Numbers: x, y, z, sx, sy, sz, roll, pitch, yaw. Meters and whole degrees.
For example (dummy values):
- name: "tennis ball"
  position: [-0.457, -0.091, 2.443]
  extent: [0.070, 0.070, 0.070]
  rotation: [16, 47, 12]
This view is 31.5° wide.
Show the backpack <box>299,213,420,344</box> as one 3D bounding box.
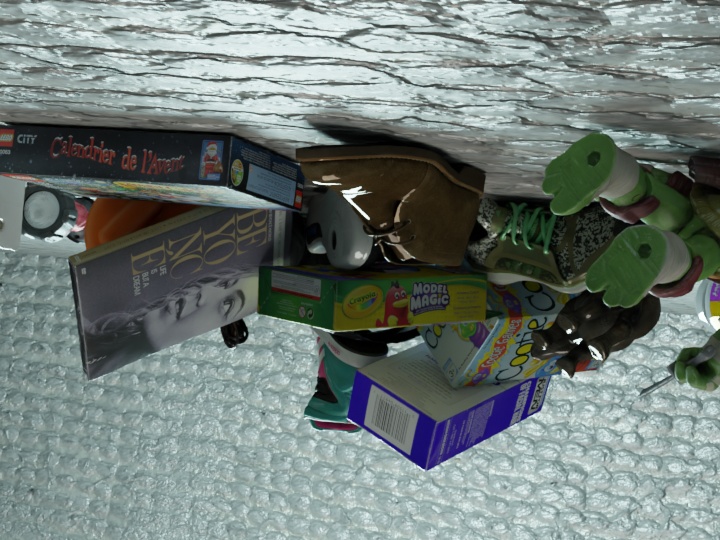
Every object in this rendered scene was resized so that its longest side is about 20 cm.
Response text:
- name: "backpack"
  position: [0.000, 0.000, 1.320]
  extent: [0.199, 0.127, 0.167]
  rotation: [6, -170, -34]

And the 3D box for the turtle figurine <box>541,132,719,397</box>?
- name: "turtle figurine"
  position: [0.174, 0.000, 0.781]
  extent: [0.199, 0.145, 0.193]
  rotation: [-1, 169, 40]

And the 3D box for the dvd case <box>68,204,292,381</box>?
- name: "dvd case"
  position: [-0.146, 0.008, 1.079]
  extent: [0.199, 0.149, 0.016]
  rotation: [-23, -126, -25]

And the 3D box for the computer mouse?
- name: "computer mouse"
  position: [-0.104, -0.030, 1.263]
  extent: [0.046, 0.141, 0.200]
  rotation: [-3, 143, -29]

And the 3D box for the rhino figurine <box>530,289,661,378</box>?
- name: "rhino figurine"
  position: [0.198, 0.050, 1.107]
  extent: [0.087, 0.060, 0.200]
  rotation: [-34, 176, -15]

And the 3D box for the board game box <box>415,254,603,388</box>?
- name: "board game box"
  position: [0.167, 0.039, 1.280]
  extent: [0.199, 0.105, 0.103]
  rotation: [-3, -132, -35]

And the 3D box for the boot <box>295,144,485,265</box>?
- name: "boot"
  position: [0.025, -0.045, 0.881]
  extent: [0.073, 0.076, 0.200]
  rotation: [6, 177, 35]

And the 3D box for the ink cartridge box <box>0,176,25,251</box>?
- name: "ink cartridge box"
  position: [-0.426, -0.073, 1.165]
  extent: [0.199, 0.083, 0.147]
  rotation: [6, 178, 6]

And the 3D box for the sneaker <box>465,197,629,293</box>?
- name: "sneaker"
  position: [0.140, -0.030, 1.085]
  extent: [0.088, 0.077, 0.200]
  rotation: [27, 161, -32]

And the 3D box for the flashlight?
- name: "flashlight"
  position: [-0.328, -0.058, 1.428]
  extent: [0.068, 0.068, 0.200]
  rotation: [11, 176, 5]

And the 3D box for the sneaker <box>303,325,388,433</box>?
- name: "sneaker"
  position: [-0.022, 0.112, 1.375]
  extent: [0.083, 0.121, 0.200]
  rotation: [7, -167, -14]

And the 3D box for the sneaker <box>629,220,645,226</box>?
- name: "sneaker"
  position: [0.198, -0.012, 1.155]
  extent: [0.088, 0.076, 0.200]
  rotation: [7, 176, -20]

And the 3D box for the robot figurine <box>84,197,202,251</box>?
- name: "robot figurine"
  position: [-0.186, -0.029, 1.157]
  extent: [0.143, 0.117, 0.200]
  rotation: [7, -179, -5]

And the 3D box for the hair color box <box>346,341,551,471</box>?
- name: "hair color box"
  position: [0.094, 0.123, 1.293]
  extent: [0.109, 0.065, 0.199]
  rotation: [31, -147, 34]

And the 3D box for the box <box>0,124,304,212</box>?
- name: "box"
  position: [-0.159, -0.077, 0.976]
  extent: [0.199, 0.038, 0.136]
  rotation: [5, 177, 21]

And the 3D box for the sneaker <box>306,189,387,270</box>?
- name: "sneaker"
  position: [0.022, -0.040, 1.119]
  extent: [0.111, 0.074, 0.200]
  rotation: [2, -175, -13]

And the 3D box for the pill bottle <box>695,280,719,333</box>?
- name: "pill bottle"
  position: [0.415, 0.032, 1.280]
  extent: [0.104, 0.105, 0.200]
  rotation: [7, 177, -12]

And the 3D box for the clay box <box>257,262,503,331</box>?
- name: "clay box"
  position: [0.022, 0.020, 1.129]
  extent: [0.199, 0.048, 0.115]
  rotation: [-3, -172, -39]
